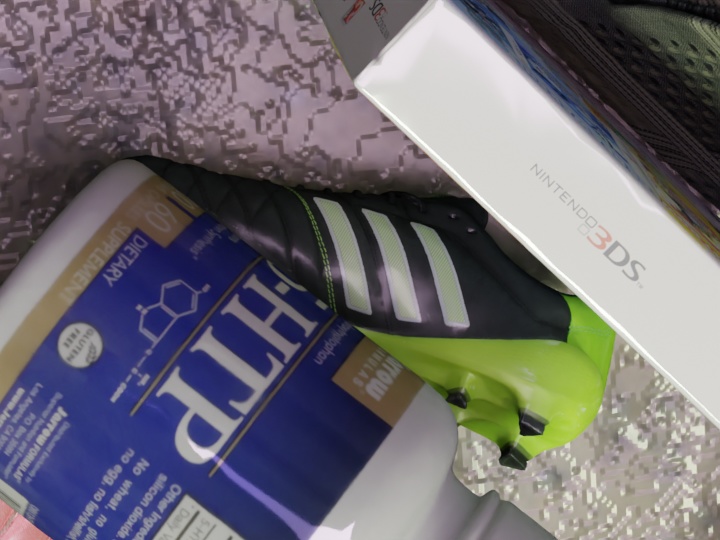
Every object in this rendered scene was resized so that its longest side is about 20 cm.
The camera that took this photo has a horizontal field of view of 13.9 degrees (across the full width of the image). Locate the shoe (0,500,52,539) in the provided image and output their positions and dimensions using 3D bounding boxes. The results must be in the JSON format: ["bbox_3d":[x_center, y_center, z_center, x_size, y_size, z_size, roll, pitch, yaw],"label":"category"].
[{"bbox_3d":[-0.140,0.130,1.082,0.091,0.071,0.201,27,95,-11],"label":"shoe"}]

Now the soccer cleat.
[{"bbox_3d":[0.000,0.000,1.080,0.199,0.068,0.081,25,59,-3],"label":"soccer cleat"}]

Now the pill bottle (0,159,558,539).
[{"bbox_3d":[-0.036,0.067,0.995,0.200,0.120,0.120,37,97,1],"label":"pill bottle"}]

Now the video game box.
[{"bbox_3d":[0.068,-0.037,1.015,0.200,0.182,0.047,42,97,-18],"label":"video game box"}]

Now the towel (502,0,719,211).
[{"bbox_3d":[0.153,-0.046,1.011,0.200,0.192,0.035,39,81,-32],"label":"towel"}]
